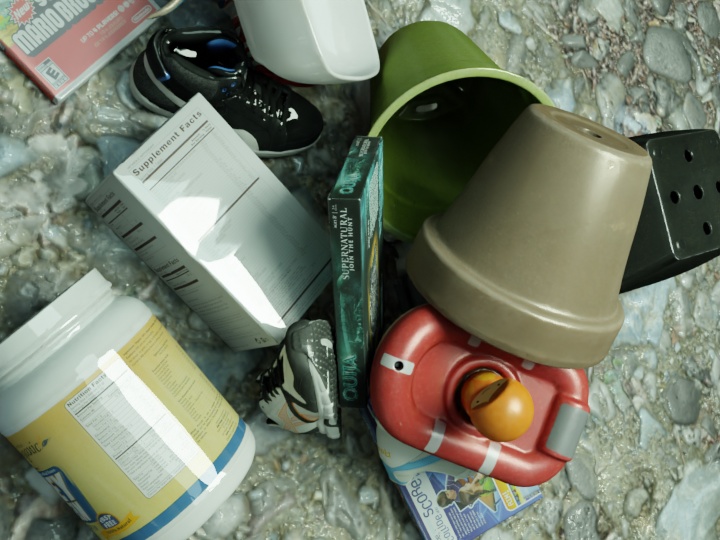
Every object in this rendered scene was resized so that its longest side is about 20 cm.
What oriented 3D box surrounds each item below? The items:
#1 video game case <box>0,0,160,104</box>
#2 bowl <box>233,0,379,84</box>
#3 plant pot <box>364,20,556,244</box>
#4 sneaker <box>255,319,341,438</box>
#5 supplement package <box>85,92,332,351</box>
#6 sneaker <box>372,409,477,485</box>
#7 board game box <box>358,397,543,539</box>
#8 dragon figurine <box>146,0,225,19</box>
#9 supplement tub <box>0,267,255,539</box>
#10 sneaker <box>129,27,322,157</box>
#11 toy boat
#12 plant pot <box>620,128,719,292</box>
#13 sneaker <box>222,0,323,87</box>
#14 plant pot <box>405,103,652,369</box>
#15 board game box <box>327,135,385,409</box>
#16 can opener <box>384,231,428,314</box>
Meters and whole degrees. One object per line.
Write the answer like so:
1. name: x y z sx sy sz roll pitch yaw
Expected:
1. video game case: -0.297 -0.270 0.734 0.200 0.017 0.143 47 62 -15
2. bowl: -0.059 -0.261 0.734 0.200 0.074 0.202 -40 115 -68
3. plant pot: 0.082 -0.158 0.831 0.199 0.201 0.191 21 33 -26
4. sneaker: -0.057 0.104 0.714 0.079 0.201 0.074 1 60 0
5. supplement package: -0.130 -0.037 0.737 0.200 0.109 0.114 48 62 -15
6. sneaker: 0.113 0.151 0.793 0.198 0.077 0.082 -10 105 -6
7. board game box: 0.089 0.178 0.839 0.134 0.034 0.201 -26 99 -9
8. dragon figurine: -0.152 -0.290 0.768 0.058 0.100 0.202 11 67 -9
9. supplement tub: -0.196 0.114 0.651 0.145 0.144 0.201 -45 103 -29
10. sneaker: -0.107 -0.166 0.763 0.198 0.112 0.074 12 76 -29
11. toy boat: 0.106 0.108 0.683 0.198 0.131 0.132 21 88 -6
12. plant pot: 0.335 -0.073 0.982 0.198 0.177 0.202 -12 88 -31
13. sneaker: -0.040 -0.261 0.864 0.199 0.078 0.116 -26 103 -19
14. plant pot: 0.160 -0.044 0.706 0.199 0.200 0.176 8 116 -29
15. board game box: 0.000 0.000 0.715 0.136 0.028 0.202 -74 164 -60
16. can opener: 0.069 0.015 0.879 0.066 0.053 0.202 -14 89 -31
